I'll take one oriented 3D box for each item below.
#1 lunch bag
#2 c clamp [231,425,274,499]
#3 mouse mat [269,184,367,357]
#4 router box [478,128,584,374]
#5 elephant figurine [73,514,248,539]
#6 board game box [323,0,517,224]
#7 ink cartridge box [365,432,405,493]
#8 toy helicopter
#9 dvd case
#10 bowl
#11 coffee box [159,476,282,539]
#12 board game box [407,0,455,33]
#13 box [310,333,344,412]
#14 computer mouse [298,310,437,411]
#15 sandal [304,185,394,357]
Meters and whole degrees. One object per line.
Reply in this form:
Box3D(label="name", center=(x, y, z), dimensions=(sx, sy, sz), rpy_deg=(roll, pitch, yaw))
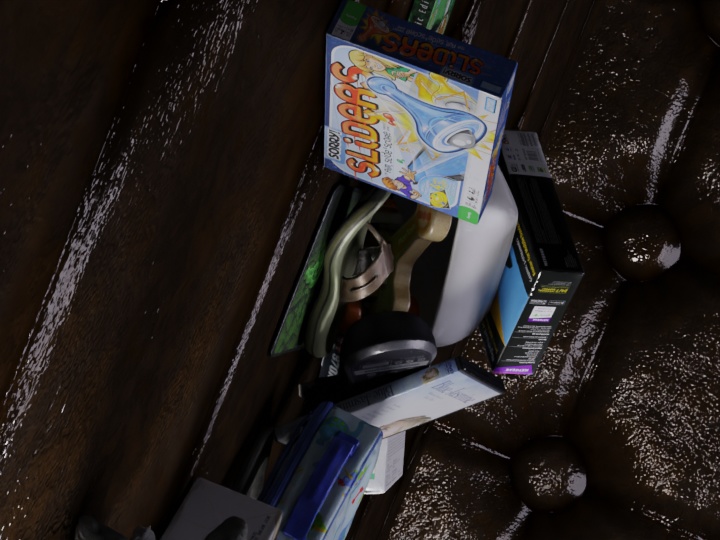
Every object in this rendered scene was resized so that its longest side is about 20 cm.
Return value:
Box3D(label="lunch bag", center=(-0.054, 0.227, 1.614), dimensions=(0.200, 0.082, 0.161), rpy_deg=(-60, 174, -34))
Box3D(label="c clamp", center=(-0.117, 0.242, 1.625), dimensions=(0.171, 0.027, 0.200), rpy_deg=(-59, 168, -47))
Box3D(label="mouse mat", center=(-0.033, 0.000, 1.608), dimensions=(0.200, 0.008, 0.161), rpy_deg=(-9, 120, -82))
Box3D(label="router box", center=(0.152, -0.019, 1.763), dimensions=(0.200, 0.051, 0.149), rpy_deg=(-103, -156, -43))
Box3D(label="elephant figurine", center=(-0.122, 0.208, 1.103), dimensions=(0.141, 0.155, 0.200), rpy_deg=(-33, 161, -35))
Box3D(label="board game box", center=(0.040, -0.115, 1.336), dimensions=(0.200, 0.135, 0.034), rpy_deg=(92, 21, -65))
Box3D(label="ink cartridge box", center=(0.022, 0.129, 1.890), dimensions=(0.161, 0.050, 0.200), rpy_deg=(3, 90, -82))
Box3D(label="toy helicopter", center=(0.038, -0.025, 1.692), dimensions=(0.200, 0.079, 0.132), rpy_deg=(132, -38, -54))
Box3D(label="dvd case", center=(0.031, 0.136, 1.728), dimensions=(0.143, 0.200, 0.018), rpy_deg=(31, 39, -65))
Box3D(label="bowl", center=(0.091, -0.043, 1.751), dimensions=(0.200, 0.075, 0.200), rpy_deg=(-111, -152, -51))
Box3D(label="coffee box", center=(-0.133, 0.282, 1.440), dimensions=(0.113, 0.080, 0.200), rpy_deg=(-60, 168, -49))
Box3D(label="board game box", center=(0.056, -0.210, 1.579), dimensions=(0.105, 0.023, 0.200), rpy_deg=(-45, 156, -64))
Box3D(label="box", center=(0.008, 0.067, 1.899), dimensions=(0.200, 0.046, 0.159), rpy_deg=(-59, 167, -49))
Box3D(label="computer mouse", center=(0.016, 0.079, 1.684), dimensions=(0.200, 0.138, 0.053), rpy_deg=(109, -27, -69))
Box3D(label="sandal", center=(0.000, 0.000, 1.592), dimensions=(0.080, 0.057, 0.201), rpy_deg=(-55, 166, -49))
